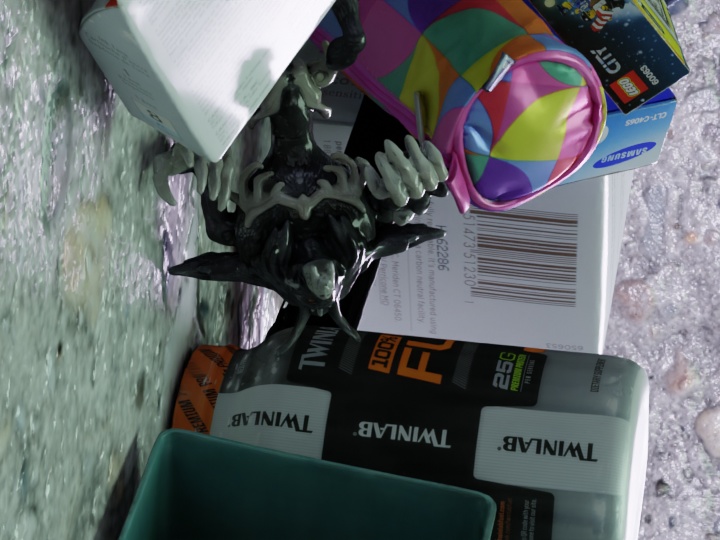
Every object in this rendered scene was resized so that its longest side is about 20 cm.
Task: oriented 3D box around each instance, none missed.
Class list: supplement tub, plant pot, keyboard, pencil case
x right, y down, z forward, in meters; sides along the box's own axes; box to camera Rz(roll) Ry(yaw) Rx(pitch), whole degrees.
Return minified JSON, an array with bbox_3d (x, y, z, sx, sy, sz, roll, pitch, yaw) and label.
[{"bbox_3d":[0.022,0.089,1.222,0.123,0.199,0.123,6,90,-82],"label":"supplement tub"},{"bbox_3d":[-0.036,0.197,1.137,0.141,0.141,0.200,-72,172,-54],"label":"plant pot"},{"bbox_3d":[0.000,0.000,1.332,0.201,0.040,0.104,-70,-158,13],"label":"keyboard"},{"bbox_3d":[0.025,-0.107,1.236,0.200,0.088,0.089,49,-29,44],"label":"pencil case"}]

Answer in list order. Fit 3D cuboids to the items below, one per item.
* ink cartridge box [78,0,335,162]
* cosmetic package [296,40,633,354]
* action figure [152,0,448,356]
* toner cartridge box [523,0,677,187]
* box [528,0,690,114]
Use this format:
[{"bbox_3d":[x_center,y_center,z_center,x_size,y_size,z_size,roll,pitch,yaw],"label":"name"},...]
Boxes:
[{"bbox_3d":[-0.045,-0.147,0.980,0.160,0.047,0.200,-54,157,-11],"label":"ink cartridge box"},{"bbox_3d":[0.059,-0.083,1.467,0.168,0.166,0.200,86,14,-47],"label":"cosmetic package"},{"bbox_3d":[-0.027,-0.052,1.132,0.102,0.118,0.201,-98,180,-73],"label":"action figure"},{"bbox_3d":[0.059,-0.122,1.343,0.200,0.095,0.043,57,-31,36],"label":"toner cartridge box"},{"bbox_3d":[0.067,-0.179,1.243,0.200,0.038,0.137,46,20,-32],"label":"box"}]
